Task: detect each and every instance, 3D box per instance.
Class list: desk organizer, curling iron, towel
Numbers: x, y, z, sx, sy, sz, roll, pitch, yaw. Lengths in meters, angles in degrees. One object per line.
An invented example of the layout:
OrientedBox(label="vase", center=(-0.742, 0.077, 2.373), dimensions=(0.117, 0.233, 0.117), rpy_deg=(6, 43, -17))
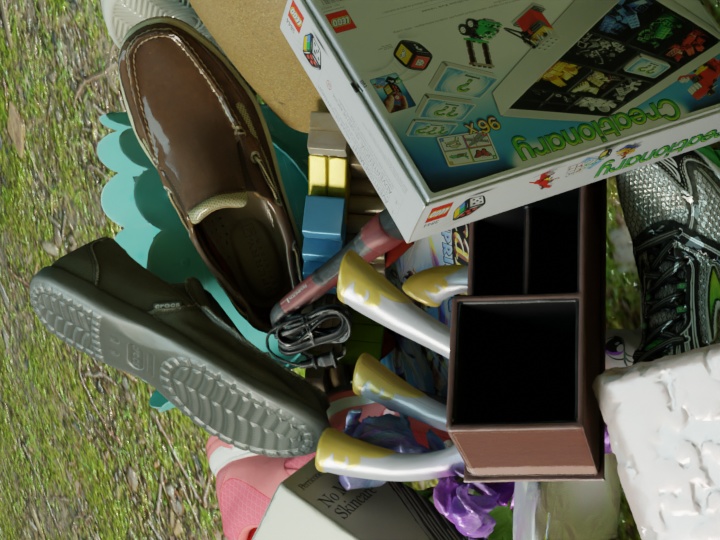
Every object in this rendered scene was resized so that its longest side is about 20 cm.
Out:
OrientedBox(label="desk organizer", center=(0.084, -0.002, 0.918), dimensions=(0.077, 0.071, 0.201), rpy_deg=(61, -151, -64))
OrientedBox(label="curling iron", center=(0.023, -0.016, 1.037), dimensions=(0.050, 0.200, 0.026), rpy_deg=(45, -166, -3))
OrientedBox(label="towel", center=(0.216, 0.119, 0.821), dimensions=(0.190, 0.032, 0.201), rpy_deg=(-19, 89, 32))

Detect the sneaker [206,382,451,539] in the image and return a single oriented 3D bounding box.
OrientedBox(label="sneaker", center=(-0.013, 0.127, 1.128), dimensions=(0.199, 0.073, 0.087), rpy_deg=(-22, 63, 40))

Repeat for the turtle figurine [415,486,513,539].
OrientedBox(label="turtle figurine", center=(0.006, 0.200, 1.213), dimensions=(0.193, 0.143, 0.201), rpy_deg=(-11, 61, 52))

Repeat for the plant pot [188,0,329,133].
OrientedBox(label="plant pot", center=(-0.030, -0.186, 1.058), dimensions=(0.186, 0.186, 0.201), rpy_deg=(42, 156, 44))

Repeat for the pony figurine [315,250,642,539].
OrientedBox(label="pony figurine", center=(0.080, 0.089, 0.991), dimensions=(0.199, 0.166, 0.195), rpy_deg=(12, 103, 20))

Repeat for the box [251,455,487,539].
OrientedBox(label="box", center=(0.038, 0.185, 1.035), dimensions=(0.199, 0.082, 0.069), rpy_deg=(33, 117, 13))

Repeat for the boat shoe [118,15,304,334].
OrientedBox(label="boat shoe", center=(-0.081, -0.054, 1.087), dimensions=(0.203, 0.074, 0.075), rpy_deg=(61, -174, -18))

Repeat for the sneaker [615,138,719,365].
OrientedBox(label="sneaker", center=(0.166, 0.027, 0.891), dimensions=(0.078, 0.085, 0.201), rpy_deg=(-28, 80, 62))

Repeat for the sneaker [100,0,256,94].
OrientedBox(label="sneaker", center=(-0.113, -0.179, 1.205), dimensions=(0.200, 0.075, 0.085), rpy_deg=(30, -137, -66))

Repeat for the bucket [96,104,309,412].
OrientedBox(label="bucket", center=(-0.092, -0.016, 1.240), dimensions=(0.207, 0.134, 0.209), rpy_deg=(168, 90, -76))

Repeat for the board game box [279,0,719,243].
OrientedBox(label="board game box", center=(0.078, -0.097, 0.857), dimensions=(0.127, 0.199, 0.035), rpy_deg=(60, 150, 22))

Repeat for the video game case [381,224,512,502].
OrientedBox(label="video game case", center=(0.060, 0.027, 1.125), dimensions=(0.181, 0.045, 0.201), rpy_deg=(20, 122, 55))

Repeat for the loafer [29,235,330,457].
OrientedBox(label="loafer", center=(-0.097, 0.038, 1.089), dimensions=(0.199, 0.070, 0.075), rpy_deg=(31, 147, 5))

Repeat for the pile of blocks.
OrientedBox(label="pile of blocks", center=(0.000, 0.000, 1.095), dimensions=(0.082, 0.062, 0.201), rpy_deg=(-77, -11, -53))
